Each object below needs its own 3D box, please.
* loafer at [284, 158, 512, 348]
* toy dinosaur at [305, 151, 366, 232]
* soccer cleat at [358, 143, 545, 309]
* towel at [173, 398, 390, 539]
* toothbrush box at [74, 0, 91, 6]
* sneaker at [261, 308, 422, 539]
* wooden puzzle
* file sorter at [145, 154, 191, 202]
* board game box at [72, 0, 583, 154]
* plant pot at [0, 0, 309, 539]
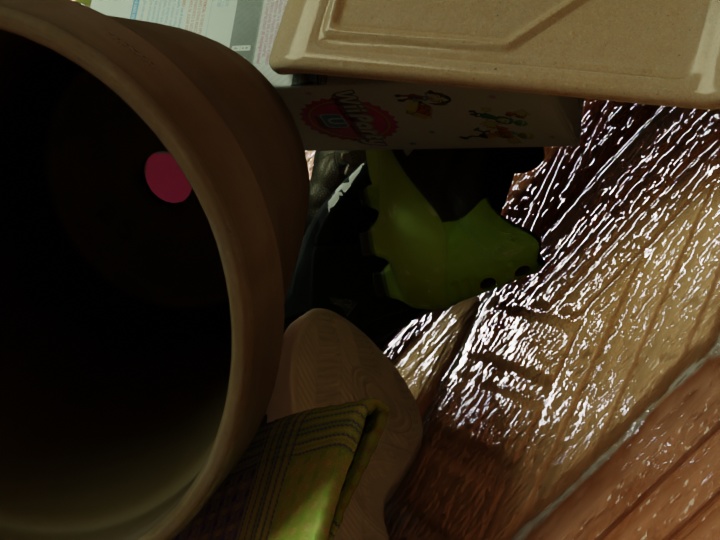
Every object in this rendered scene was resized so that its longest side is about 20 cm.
[{"bbox_3d":[0.000,0.000,0.936,0.200,0.073,0.072,-50,8,12],"label":"loafer"},{"bbox_3d":[0.008,-0.065,1.074,0.102,0.077,0.201,2,60,60],"label":"toy dinosaur"},{"bbox_3d":[0.035,-0.074,0.858,0.068,0.080,0.202,69,-168,-59],"label":"soccer cleat"},{"bbox_3d":[-0.070,0.125,0.695,0.199,0.023,0.145,-27,38,46],"label":"towel"},{"bbox_3d":[-0.094,-0.114,1.152,0.086,0.144,0.201,110,-177,-45],"label":"toothbrush box"},{"bbox_3d":[-0.030,0.091,0.773,0.084,0.075,0.200,-43,15,25],"label":"sneaker"},{"bbox_3d":[0.074,-0.147,0.746,0.198,0.037,0.187,6,69,30],"label":"wooden puzzle"},{"bbox_3d":[-0.165,0.016,1.012,0.198,0.140,0.126,-21,29,10],"label":"file sorter"},{"bbox_3d":[-0.005,-0.125,0.820,0.198,0.064,0.149,0,67,21],"label":"board game box"},{"bbox_3d":[-0.100,-0.014,0.717,0.200,0.200,0.174,-47,-1,27],"label":"plant pot"}]
